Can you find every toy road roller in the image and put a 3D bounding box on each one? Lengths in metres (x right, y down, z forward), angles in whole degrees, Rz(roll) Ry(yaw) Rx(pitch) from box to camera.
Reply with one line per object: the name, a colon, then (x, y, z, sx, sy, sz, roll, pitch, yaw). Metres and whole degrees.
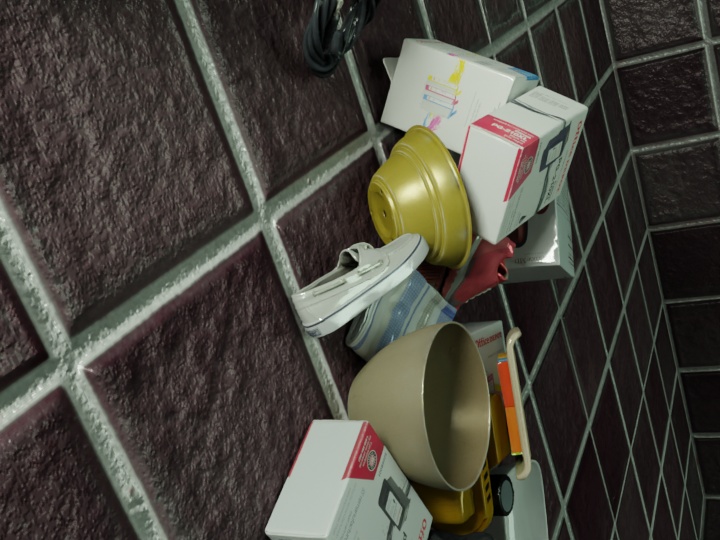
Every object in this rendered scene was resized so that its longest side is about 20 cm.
toy road roller: (0.126, 0.265, 1.066, 0.146, 0.122, 0.201, -7, 89, -60)

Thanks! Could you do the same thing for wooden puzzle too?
wooden puzzle: (0.223, 0.186, 1.135, 0.185, 0.037, 0.201, 10, 76, -79)

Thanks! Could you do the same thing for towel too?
towel: (0.061, 0.074, 1.060, 0.200, 0.024, 0.147, 42, 67, -47)

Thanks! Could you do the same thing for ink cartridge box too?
ink cartridge box: (-0.003, 0.287, 0.880, 0.200, 0.083, 0.146, 59, 38, -34)
ink cartridge box: (0.214, -0.147, 1.053, 0.200, 0.084, 0.145, -33, 144, -44)
ink cartridge box: (0.134, -0.255, 1.140, 0.128, 0.199, 0.126, -25, 136, -59)
ink cartridge box: (0.172, 0.186, 1.203, 0.144, 0.084, 0.201, -12, 92, -60)

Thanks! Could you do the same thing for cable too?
cable: (-0.014, -0.311, 0.959, 0.200, 0.051, 0.164, -34, 149, -83)

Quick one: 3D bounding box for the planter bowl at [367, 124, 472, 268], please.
planter bowl: (0.064, -0.086, 1.042, 0.083, 0.200, 0.201, -19, 103, -16)

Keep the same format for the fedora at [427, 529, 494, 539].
fedora: (0.118, 0.371, 0.961, 0.200, 0.200, 0.092, 19, 70, -57)

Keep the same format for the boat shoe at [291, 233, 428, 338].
boat shoe: (0.000, 0.000, 0.933, 0.200, 0.072, 0.066, -36, 106, -25)

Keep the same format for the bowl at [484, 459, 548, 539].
bowl: (0.244, 0.418, 1.281, 0.200, 0.074, 0.201, 6, 78, -58)

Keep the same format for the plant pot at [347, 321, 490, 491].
plant pot: (0.063, 0.169, 0.971, 0.200, 0.134, 0.202, 20, 67, -57)

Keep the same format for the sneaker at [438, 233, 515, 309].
sneaker: (0.166, 0.012, 1.129, 0.201, 0.086, 0.074, 104, 6, -54)

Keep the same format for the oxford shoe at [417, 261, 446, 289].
oxford shoe: (0.112, -0.058, 1.175, 0.075, 0.070, 0.201, 34, 60, -64)

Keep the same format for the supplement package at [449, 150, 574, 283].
supplement package: (0.232, -0.088, 1.250, 0.147, 0.190, 0.201, 19, 66, -65)
